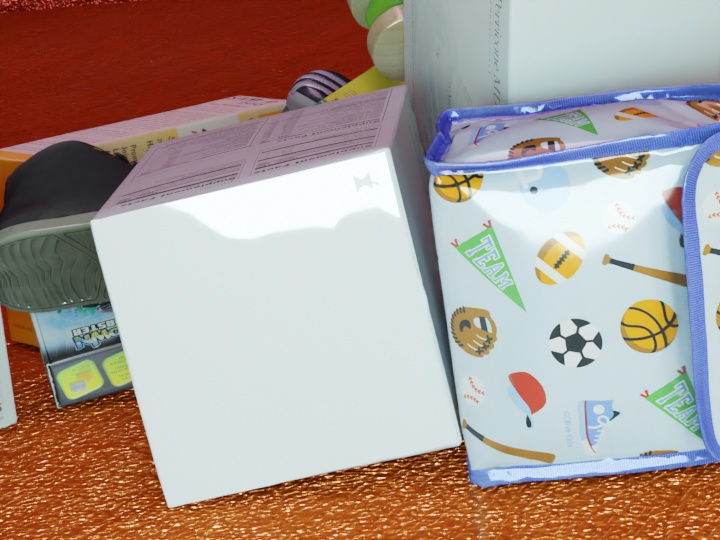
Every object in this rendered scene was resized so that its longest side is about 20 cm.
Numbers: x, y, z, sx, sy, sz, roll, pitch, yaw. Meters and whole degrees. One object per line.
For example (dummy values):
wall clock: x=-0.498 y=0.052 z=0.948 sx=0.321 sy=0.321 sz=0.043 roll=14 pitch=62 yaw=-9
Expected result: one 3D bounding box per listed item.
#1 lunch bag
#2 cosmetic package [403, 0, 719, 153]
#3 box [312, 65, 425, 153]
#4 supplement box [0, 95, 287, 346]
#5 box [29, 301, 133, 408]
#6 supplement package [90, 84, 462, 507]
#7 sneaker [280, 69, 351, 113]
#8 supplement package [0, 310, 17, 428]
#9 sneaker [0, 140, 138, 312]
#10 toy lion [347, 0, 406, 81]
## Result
lunch bag: x=0.140 y=0.003 z=1.197 sx=0.199 sy=0.170 sz=0.124 roll=-5 pitch=18 yaw=8
cosmetic package: x=0.104 y=-0.122 z=1.371 sx=0.123 sy=0.200 sz=0.200 roll=-11 pitch=38 yaw=-12
box: x=0.029 y=-0.065 z=1.507 sx=0.117 sy=0.048 sz=0.200 roll=37 pitch=28 yaw=5
supplement box: x=-0.132 y=-0.033 z=1.636 sx=0.200 sy=0.126 sz=0.073 roll=-16 pitch=13 yaw=-32
box: x=-0.094 y=0.009 z=1.486 sx=0.199 sy=0.035 sz=0.110 roll=-16 pitch=39 yaw=-9
supplement package: x=-0.034 y=0.007 z=1.298 sx=0.150 sy=0.152 sz=0.200 roll=-13 pitch=12 yaw=6
sneaker: x=0.026 y=-0.040 z=1.612 sx=0.200 sy=0.088 sz=0.074 roll=37 pitch=26 yaw=5
supplement package: x=-0.275 y=0.001 z=1.383 sx=0.109 sy=0.201 sz=0.114 roll=1 pitch=14 yaw=33
sneaker: x=-0.116 y=-0.037 z=1.458 sx=0.199 sy=0.075 sz=0.106 roll=-3 pitch=36 yaw=1
toy lion: x=0.095 y=-0.191 z=1.480 sx=0.200 sy=0.192 sz=0.069 roll=13 pitch=36 yaw=-28
